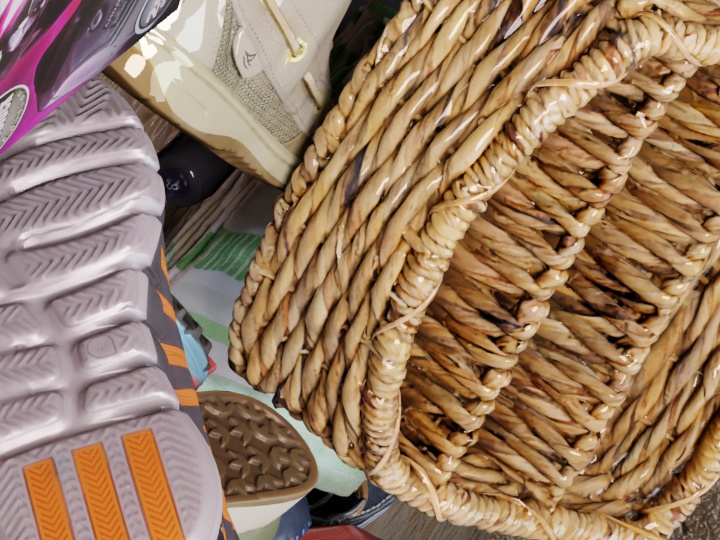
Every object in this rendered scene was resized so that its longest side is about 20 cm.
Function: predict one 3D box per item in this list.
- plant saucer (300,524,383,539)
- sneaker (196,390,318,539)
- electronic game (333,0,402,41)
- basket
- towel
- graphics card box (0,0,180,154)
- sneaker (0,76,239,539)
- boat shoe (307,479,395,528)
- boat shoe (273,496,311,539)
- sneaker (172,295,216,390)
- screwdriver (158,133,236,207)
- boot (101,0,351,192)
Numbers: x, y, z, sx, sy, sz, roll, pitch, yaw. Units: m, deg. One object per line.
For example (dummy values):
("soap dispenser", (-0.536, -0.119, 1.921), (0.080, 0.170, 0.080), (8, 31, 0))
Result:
("plant saucer", (-0.070, 0.144, 1.177), (0.200, 0.200, 0.037), (55, 29, -80))
("sneaker", (-0.111, 0.089, 0.825), (0.200, 0.067, 0.090), (1, 133, -40))
("electronic game", (0.068, -0.094, 1.042), (0.042, 0.200, 0.200), (9, -125, 52))
("basket", (0.067, -0.008, 0.862), (0.143, 0.149, 0.200), (-13, 138, -60))
("towel", (0.000, 0.000, 0.993), (0.152, 0.023, 0.200), (23, 118, -36))
("graphics card box", (-0.099, -0.072, 0.608), (0.200, 0.051, 0.126), (-47, 167, -45))
("sneaker", (-0.077, 0.041, 0.715), (0.077, 0.200, 0.112), (-13, 140, -1))
("boat shoe", (-0.019, 0.097, 1.213), (0.200, 0.091, 0.071), (0, 87, -52))
("boat shoe", (-0.072, 0.108, 1.006), (0.084, 0.069, 0.200), (-31, -170, -27))
("sneaker", (-0.109, 0.055, 0.889), (0.096, 0.079, 0.200), (-49, 168, -26))
("screwdriver", (-0.019, -0.076, 1.030), (0.029, 0.028, 0.200), (-25, -169, 44))
("boot", (-0.012, -0.109, 0.828), (0.155, 0.072, 0.200), (-52, 166, 3))
